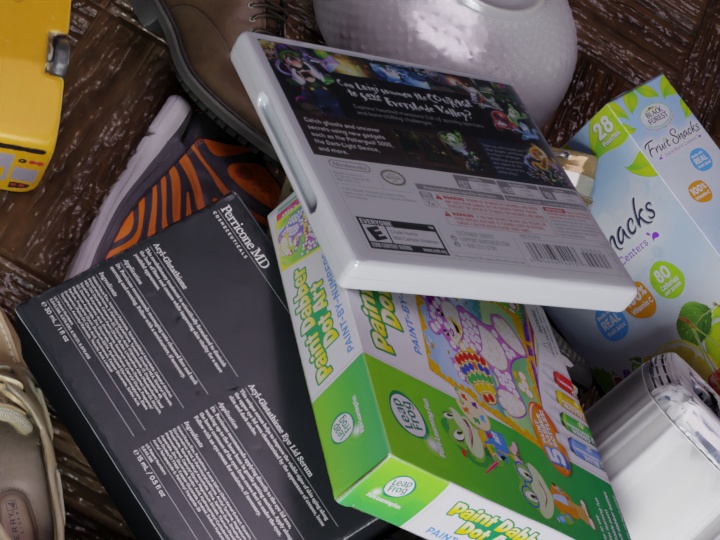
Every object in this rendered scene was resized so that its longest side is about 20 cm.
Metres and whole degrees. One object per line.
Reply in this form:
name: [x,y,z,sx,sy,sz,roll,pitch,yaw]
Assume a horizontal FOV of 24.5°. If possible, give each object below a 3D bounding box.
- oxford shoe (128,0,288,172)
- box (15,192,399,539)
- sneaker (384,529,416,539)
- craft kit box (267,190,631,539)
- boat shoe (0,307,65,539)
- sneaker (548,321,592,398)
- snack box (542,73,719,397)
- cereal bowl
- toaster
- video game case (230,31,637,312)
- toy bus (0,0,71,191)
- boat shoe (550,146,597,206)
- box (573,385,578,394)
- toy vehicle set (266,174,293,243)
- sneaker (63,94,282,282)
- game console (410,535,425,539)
oxford shoe: [-0.078,-0.146,1.072,0.200,0.084,0.073,56,15,23]
box: [-0.075,0.079,0.902,0.141,0.079,0.200,-30,73,-18]
sneaker: [-0.035,0.155,0.968,0.200,0.075,0.087,-8,74,-22]
craft kit box: [0.049,0.065,0.888,0.197,0.049,0.200,26,33,-36]
boat shoe: [-0.209,0.083,0.940,0.072,0.065,0.200,-10,70,-27]
sneaker: [0.077,0.011,1.105,0.200,0.066,0.091,31,59,-5]
snack box: [0.196,0.000,1.103,0.068,0.169,0.200,-27,77,-36]
cereal bowl: [0.072,-0.190,1.173,0.200,0.083,0.200,17,48,-20]
toaster: [0.173,0.129,1.002,0.114,0.200,0.129,45,101,4]
video game case: [0.041,-0.054,0.928,0.200,0.023,0.182,5,44,-35]
toy bus: [-0.220,-0.157,1.049,0.065,0.078,0.200,9,62,-19]
boat shoe: [0.065,-0.080,1.096,0.200,0.072,0.076,21,95,22]
box: [0.014,0.072,1.032,0.200,0.036,0.144,38,81,0]
toy vehicle set: [0.000,0.000,1.007,0.124,0.027,0.200,20,81,-4]
sneaker: [-0.109,-0.016,1.028,0.112,0.078,0.200,30,57,-7]
game console: [0.048,0.244,0.839,0.177,0.031,0.200,-32,82,-16]
